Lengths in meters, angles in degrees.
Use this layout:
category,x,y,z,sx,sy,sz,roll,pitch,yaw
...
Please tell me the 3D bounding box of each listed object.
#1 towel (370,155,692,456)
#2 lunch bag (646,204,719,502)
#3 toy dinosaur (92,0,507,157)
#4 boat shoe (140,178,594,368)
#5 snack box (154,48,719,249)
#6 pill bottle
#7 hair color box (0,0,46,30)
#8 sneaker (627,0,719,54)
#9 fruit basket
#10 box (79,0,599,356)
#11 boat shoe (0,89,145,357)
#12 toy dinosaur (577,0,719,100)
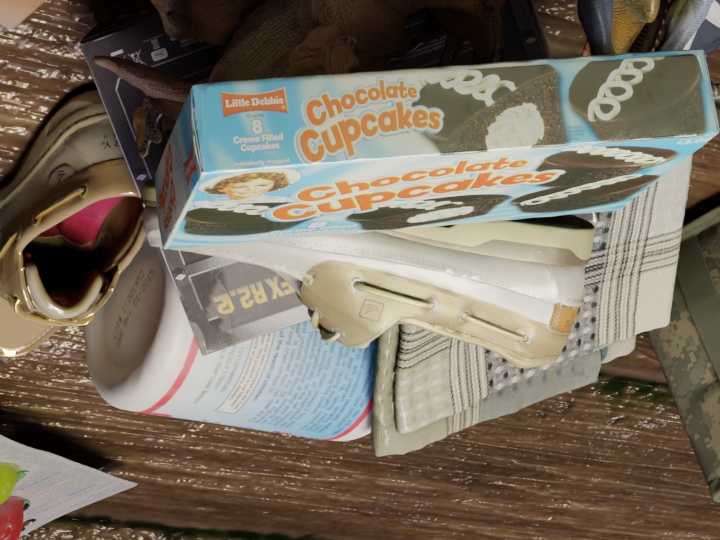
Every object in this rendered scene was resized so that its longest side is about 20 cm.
category,x,y,z,sx,sy,sz,roll,pitch,yaw
towel,0.094,0.000,1.031,0.192,0.035,0.201,-21,136,-29
lunch bag,0.273,0.030,1.115,0.199,0.165,0.117,-28,150,19
toy dinosaur,-0.015,-0.090,0.817,0.199,0.087,0.135,-21,163,35
boat shoe,0.000,0.000,0.855,0.198,0.075,0.069,8,102,0
snack box,0.025,-0.045,0.764,0.198,0.037,0.116,-5,168,-13
pill bottle,-0.040,0.034,1.066,0.199,0.109,0.109,12,139,-32
hair color box,-0.114,-0.188,0.753,0.199,0.064,0.111,-34,142,30
sneaker,0.188,-0.150,0.908,0.108,0.070,0.201,-2,142,-13
fruit basket,-0.261,0.138,1.186,0.184,0.094,0.200,-25,161,18
box,-0.007,-0.068,0.900,0.199,0.048,0.159,-19,105,9
boat shoe,-0.156,-0.007,1.000,0.073,0.070,0.200,7,142,-27
toy dinosaur,0.106,-0.160,0.825,0.104,0.183,0.200,-6,-179,-23
